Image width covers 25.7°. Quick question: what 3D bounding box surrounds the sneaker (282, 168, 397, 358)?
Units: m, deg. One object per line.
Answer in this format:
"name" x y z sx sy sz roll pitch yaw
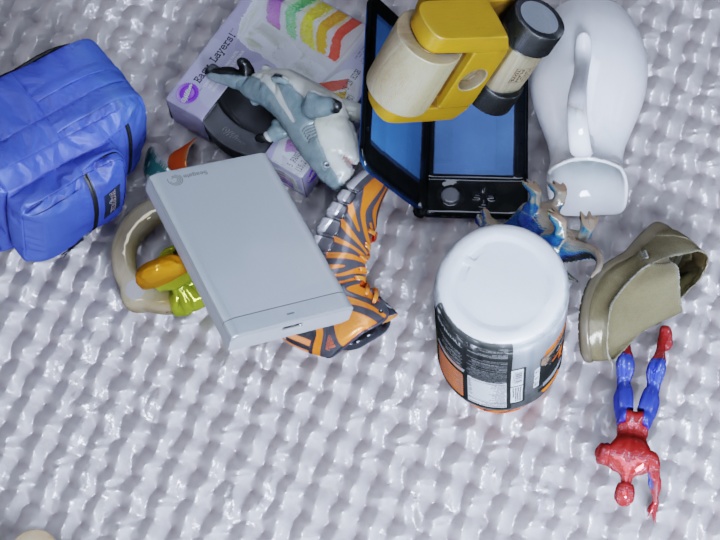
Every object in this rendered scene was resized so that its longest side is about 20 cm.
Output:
"sneaker" 0.000 0.000 1.573 0.111 0.078 0.201 29 81 11

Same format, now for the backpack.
"backpack" -0.307 -0.119 1.603 0.199 0.163 0.168 -38 77 -26

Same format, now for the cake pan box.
"cake pan box" -0.082 -0.198 1.674 0.183 0.052 0.201 31 72 19

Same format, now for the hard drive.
"hard drive" -0.108 -0.022 1.510 0.131 0.027 0.201 -13 57 -29

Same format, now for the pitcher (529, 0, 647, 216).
"pitcher" 0.225 -0.179 1.573 0.120 0.172 0.202 1 67 10

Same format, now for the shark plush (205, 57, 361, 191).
"shark plush" -0.082 -0.161 1.598 0.198 0.091 0.084 28 101 11

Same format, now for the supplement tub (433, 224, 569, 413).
"supplement tub" 0.129 0.053 1.461 0.121 0.200 0.124 -2 65 3

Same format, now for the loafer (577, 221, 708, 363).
"loafer" 0.269 0.019 1.498 0.067 0.077 0.200 12 42 33

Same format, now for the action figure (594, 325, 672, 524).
"action figure" 0.257 0.154 1.488 0.064 0.100 0.201 8 44 11

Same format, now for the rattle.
"rattle" -0.201 -0.065 1.580 0.129 0.143 0.203 -2 71 25

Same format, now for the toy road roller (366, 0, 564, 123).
"toy road roller" 0.087 -0.239 1.557 0.198 0.123 0.147 -10 61 -34

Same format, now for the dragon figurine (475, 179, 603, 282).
"dragon figurine" 0.180 -0.020 1.520 0.058 0.100 0.200 -2 34 -30

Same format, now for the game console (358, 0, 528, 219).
"game console" 0.088 -0.166 1.606 0.168 0.119 0.202 1 66 4

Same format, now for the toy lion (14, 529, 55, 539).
"toy lion" -0.264 0.363 1.437 0.190 0.069 0.202 22 69 6
